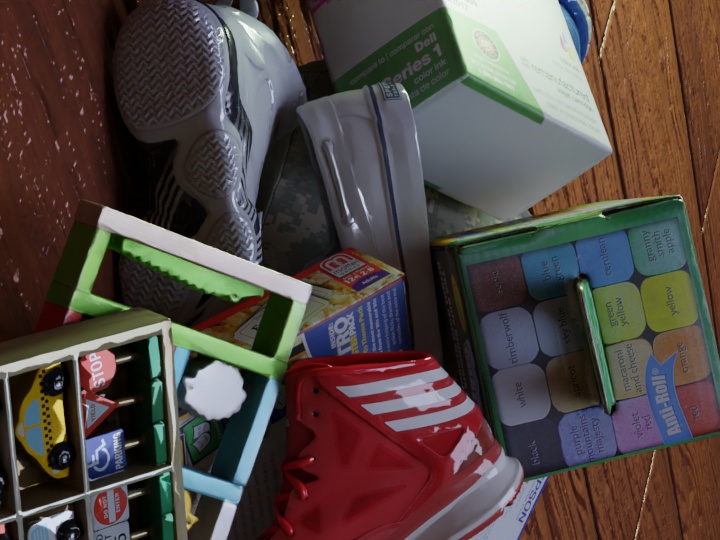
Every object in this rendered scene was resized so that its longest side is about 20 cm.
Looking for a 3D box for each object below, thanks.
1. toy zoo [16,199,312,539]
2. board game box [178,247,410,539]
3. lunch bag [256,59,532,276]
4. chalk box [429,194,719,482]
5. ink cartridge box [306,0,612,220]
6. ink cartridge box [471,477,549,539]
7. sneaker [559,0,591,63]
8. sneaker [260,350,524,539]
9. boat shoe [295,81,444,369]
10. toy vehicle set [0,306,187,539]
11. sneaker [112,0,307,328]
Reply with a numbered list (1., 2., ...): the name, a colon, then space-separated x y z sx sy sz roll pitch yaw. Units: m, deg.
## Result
1. toy zoo: -0.105 0.082 1.207 0.131 0.020 0.201 22 86 -41
2. board game box: -0.059 0.098 1.305 0.199 0.046 0.152 -27 125 -32
3. lunch bag: 0.000 0.000 1.507 0.200 0.117 0.165 45 48 -32
4. chalk box: 0.109 0.033 1.363 0.200 0.123 0.125 -171 -111 -81
5. ink cartridge box: 0.043 -0.146 1.487 0.145 0.084 0.201 22 43 -48
6. ink cartridge box: 0.039 0.183 1.691 0.200 0.040 0.200 -64 155 -6
7. sneaker: 0.104 -0.181 1.904 0.200 0.078 0.090 52 51 -53
8. sneaker: -0.032 0.110 1.270 0.116 0.200 0.078 56 -11 -11
9. boat shoe: 0.002 0.004 1.385 0.074 0.065 0.201 -133 -145 -75
10. toy vehicle set: -0.133 0.126 1.163 0.124 0.026 0.201 -17 113 -35
11. sneaker: -0.069 -0.045 1.356 0.115 0.075 0.201 -35 123 -65
